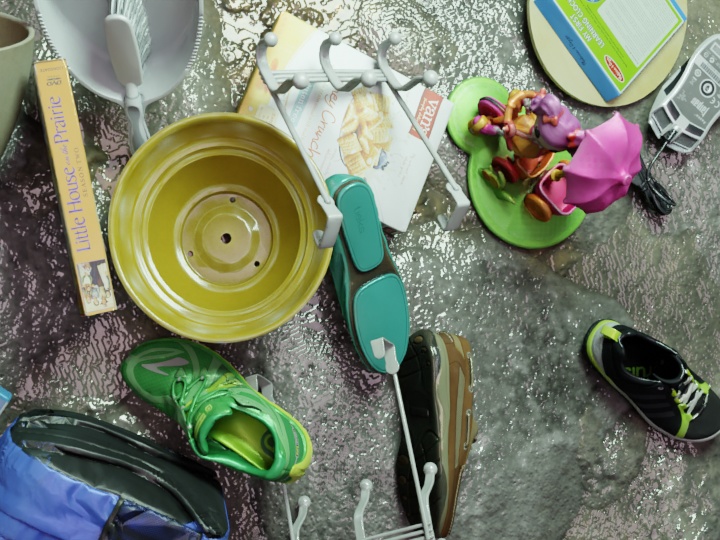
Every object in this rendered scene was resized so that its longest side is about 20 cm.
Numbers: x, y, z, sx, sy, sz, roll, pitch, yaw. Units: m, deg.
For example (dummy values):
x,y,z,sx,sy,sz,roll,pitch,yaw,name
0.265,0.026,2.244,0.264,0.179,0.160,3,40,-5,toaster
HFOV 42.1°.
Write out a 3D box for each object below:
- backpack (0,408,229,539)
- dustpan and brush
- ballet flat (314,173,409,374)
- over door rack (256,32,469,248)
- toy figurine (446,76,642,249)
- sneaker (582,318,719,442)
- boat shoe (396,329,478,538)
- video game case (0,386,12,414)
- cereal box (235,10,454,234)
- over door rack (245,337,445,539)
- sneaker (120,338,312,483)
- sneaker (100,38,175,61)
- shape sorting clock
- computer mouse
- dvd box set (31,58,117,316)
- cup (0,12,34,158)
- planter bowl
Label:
x,y,z,sx,sy,sz,roll,pitch,yaw,name
-0.230,0.220,0.787,0.198,0.162,0.170,30,84,-14,backpack
-0.200,-0.173,0.815,0.137,0.201,0.058,0,56,-3,dustpan and brush
0.000,0.000,0.901,0.066,0.070,0.203,-22,113,-20,ballet flat
0.006,-0.128,0.820,0.145,0.067,0.203,-7,65,-30,over door rack
0.188,-0.121,0.904,0.150,0.184,0.201,-44,99,-13,toy figurine
0.319,0.122,0.986,0.198,0.083,0.072,33,81,-13,sneaker
0.085,0.160,0.925,0.073,0.075,0.204,-1,94,-34,boat shoe
-0.400,0.147,0.759,0.142,0.018,0.201,35,91,-16,video game case
-0.020,-0.142,0.920,0.197,0.039,0.146,24,81,-14,cereal box
-0.009,0.178,0.874,0.145,0.066,0.204,-18,81,16,over door rack
-0.132,0.121,0.836,0.198,0.084,0.075,28,92,14,sneaker
-0.209,-0.283,0.853,0.096,0.071,0.205,-5,91,-18,sneaker
0.265,-0.279,1.005,0.196,0.039,0.204,-1,94,-22,shape sorting clock
0.353,-0.169,1.028,0.109,0.044,0.201,40,84,-6,computer mouse
-0.244,-0.062,0.799,0.029,0.146,0.204,-12,91,-17,dvd box set
-0.367,-0.128,0.758,0.196,0.201,0.146,1,115,-16,cup
-0.124,-0.034,0.856,0.196,0.083,0.205,1,83,-6,planter bowl
